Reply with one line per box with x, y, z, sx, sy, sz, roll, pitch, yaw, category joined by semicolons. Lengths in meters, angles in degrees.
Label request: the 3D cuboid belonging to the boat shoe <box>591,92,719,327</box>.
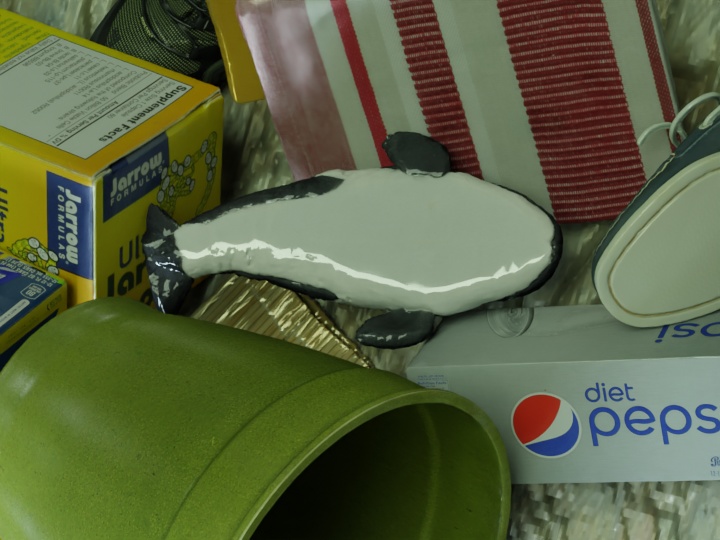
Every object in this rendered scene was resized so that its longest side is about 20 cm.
0.180;-0.053;1.182;0.200;0.075;0.062;-43;31;-3;boat shoe

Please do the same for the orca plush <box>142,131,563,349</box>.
0.000;0.000;1.248;0.200;0.071;0.105;-15;70;7;orca plush

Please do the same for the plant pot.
-0.070;0.105;1.171;0.193;0.200;0.200;29;91;35;plant pot

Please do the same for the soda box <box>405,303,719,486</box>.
0.127;0.055;1.186;0.200;0.068;0.063;-3;112;23;soda box

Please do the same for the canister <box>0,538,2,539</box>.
-0.194;0.180;1.291;0.200;0.087;0.149;38;106;27;canister

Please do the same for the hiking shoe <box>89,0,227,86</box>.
-0.073;-0.159;1.306;0.200;0.101;0.076;-39;65;11;hiking shoe

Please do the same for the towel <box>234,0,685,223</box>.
0.052;-0.082;1.229;0.200;0.144;0.023;-4;36;21;towel

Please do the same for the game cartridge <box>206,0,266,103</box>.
0.001;-0.189;1.229;0.176;0.200;0.032;-13;33;0;game cartridge

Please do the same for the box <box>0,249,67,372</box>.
-0.240;0.008;1.263;0.200;0.070;0.064;24;132;23;box

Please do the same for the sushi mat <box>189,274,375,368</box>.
-0.089;0.088;1.311;0.200;0.012;0.096;-45;68;9;sushi mat

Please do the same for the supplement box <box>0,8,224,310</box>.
-0.181;-0.054;1.305;0.200;0.109;0.110;22;128;25;supplement box
